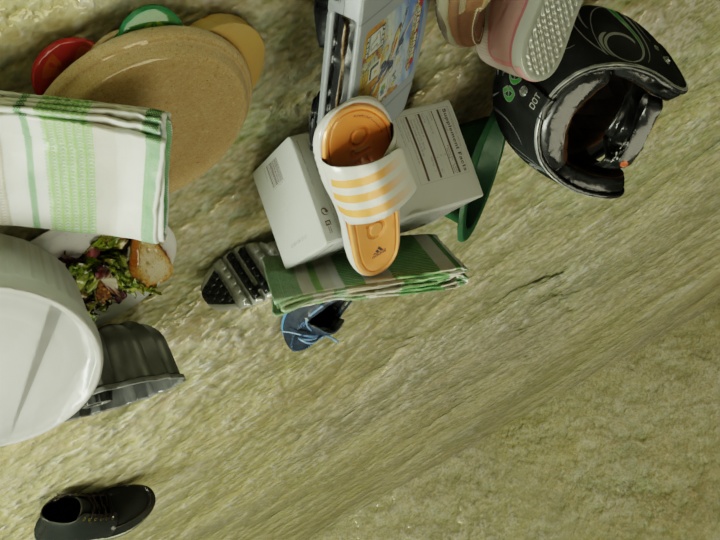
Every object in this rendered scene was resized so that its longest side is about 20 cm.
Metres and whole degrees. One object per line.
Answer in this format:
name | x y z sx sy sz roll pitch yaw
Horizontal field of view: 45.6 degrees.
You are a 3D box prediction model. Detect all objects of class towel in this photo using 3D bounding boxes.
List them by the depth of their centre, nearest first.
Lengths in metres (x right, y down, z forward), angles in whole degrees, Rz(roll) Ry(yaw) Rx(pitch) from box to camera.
towel | -0.245 -0.073 0.650 0.197 0.031 0.150 4 144 -12
towel | 0.000 0.000 0.896 0.197 0.153 0.024 -10 110 -7

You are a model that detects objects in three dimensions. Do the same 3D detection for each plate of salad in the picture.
plate of salad | -0.275 0.015 0.866 0.198 0.048 0.201 -27 157 -12

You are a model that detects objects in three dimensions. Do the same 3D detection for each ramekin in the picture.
ramekin | -0.332 0.057 0.755 0.199 0.095 0.204 -12 134 -13

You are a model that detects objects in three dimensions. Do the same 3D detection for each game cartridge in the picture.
game cartridge | 0.014 -0.194 0.746 0.133 0.041 0.202 -45 157 -36

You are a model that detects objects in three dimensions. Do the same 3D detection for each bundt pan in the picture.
bundt pan | -0.297 0.111 0.942 0.199 0.077 0.202 -16 169 -3

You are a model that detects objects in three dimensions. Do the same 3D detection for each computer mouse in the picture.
computer mouse | -0.027 -0.190 0.746 0.059 0.034 0.202 -45 156 -48

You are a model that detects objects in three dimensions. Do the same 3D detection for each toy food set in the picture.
toy food set | -0.179 -0.130 0.703 0.196 0.049 0.200 -7 146 -44

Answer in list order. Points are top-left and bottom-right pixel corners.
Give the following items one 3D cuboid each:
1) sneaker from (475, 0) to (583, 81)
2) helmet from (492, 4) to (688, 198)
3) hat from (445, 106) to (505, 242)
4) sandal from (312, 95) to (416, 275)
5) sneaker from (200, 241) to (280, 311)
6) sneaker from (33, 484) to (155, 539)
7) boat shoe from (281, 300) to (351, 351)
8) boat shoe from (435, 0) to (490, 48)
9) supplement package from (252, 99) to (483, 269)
sneaker | 0.174 -0.284 0.828 0.075 0.104 0.203 23 94 -33
helmet | 0.240 -0.190 0.929 0.196 0.192 0.203 -2 125 -3
hat | 0.068 -0.132 1.043 0.166 0.174 0.202 70 42 -65
sandal | 0.017 -0.062 0.761 0.079 0.059 0.208 -33 140 -16
sneaker | -0.095 -0.005 1.028 0.198 0.076 0.081 -27 165 -11
sneaker | -0.415 0.384 1.368 0.198 0.075 0.107 -15 153 -33
boat shoe | -0.060 0.064 1.198 0.083 0.069 0.201 -17 153 -30
boat shoe | 0.103 -0.261 0.735 0.071 0.077 0.200 7 160 12
supplement package | 0.008 -0.090 0.896 0.198 0.111 0.113 -18 176 -30
